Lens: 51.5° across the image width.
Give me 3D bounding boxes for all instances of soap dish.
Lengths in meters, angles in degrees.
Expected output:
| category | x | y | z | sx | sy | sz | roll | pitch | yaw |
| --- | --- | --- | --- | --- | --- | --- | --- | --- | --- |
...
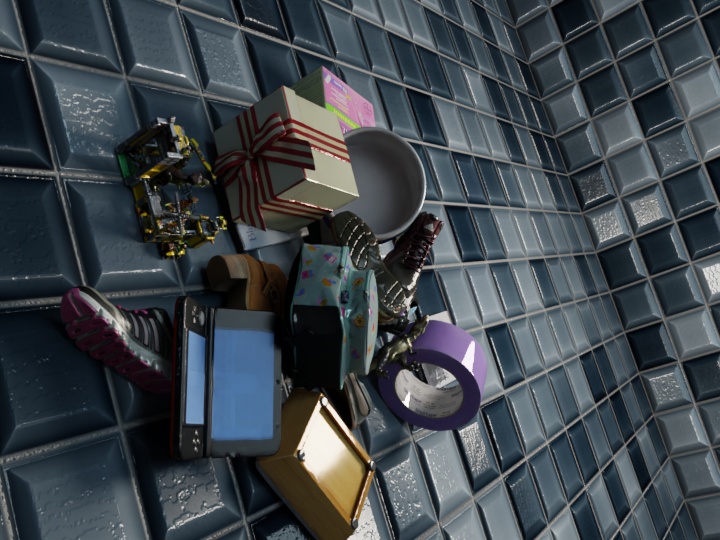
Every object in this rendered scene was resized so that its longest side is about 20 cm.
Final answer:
| category | x | y | z | sx | sy | sz | roll | pitch | yaw |
| --- | --- | --- | --- | --- | --- | --- | --- | --- | --- |
| soap dish | -0.061 | 0.300 | 1.147 | 0.202 | 0.080 | 0.158 | 56 | 33 | -21 |

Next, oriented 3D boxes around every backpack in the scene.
| category | x | y | z | sx | sy | sz | roll | pitch | yaw |
| --- | --- | --- | --- | --- | --- | --- | --- | --- | --- |
| backpack | -0.047 | 0.060 | 1.156 | 0.203 | 0.149 | 0.179 | -98 | -176 | -47 |

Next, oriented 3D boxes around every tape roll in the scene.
| category | x | y | z | sx | sy | sz | roll | pitch | yaw |
| --- | --- | --- | --- | --- | --- | --- | --- | --- | --- |
| tape roll | 0.136 | 0.199 | 1.405 | 0.202 | 0.197 | 0.086 | 54 | 33 | -20 |

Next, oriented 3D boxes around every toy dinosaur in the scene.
| category | x | y | z | sx | sy | sz | roll | pitch | yaw |
| --- | --- | --- | --- | --- | --- | --- | --- | --- | --- |
| toy dinosaur | 0.051 | 0.153 | 1.299 | 0.088 | 0.197 | 0.048 | 46 | -17 | 58 |

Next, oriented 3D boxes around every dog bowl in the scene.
| category | x | y | z | sx | sy | sz | roll | pitch | yaw |
| --- | --- | --- | --- | --- | --- | --- | --- | --- | --- |
| dog bowl | 0.016 | -0.150 | 1.351 | 0.079 | 0.196 | 0.205 | 132 | -61 | -78 |

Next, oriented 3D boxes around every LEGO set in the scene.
| category | x | y | z | sx | sy | sz | roll | pitch | yaw |
| --- | --- | --- | --- | --- | --- | --- | --- | --- | --- |
| LEGO set | -0.256 | -0.131 | 1.081 | 0.152 | 0.114 | 0.205 | 8 | 64 | -55 |

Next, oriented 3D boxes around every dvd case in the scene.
| category | x | y | z | sx | sy | sz | roll | pitch | yaw |
| --- | --- | --- | --- | --- | --- | --- | --- | --- | --- |
| dvd case | -0.172 | -0.114 | 1.299 | 0.199 | 0.017 | 0.146 | -20 | 89 | -59 |
| dvd case | 0.166 | 0.175 | 1.634 | 0.199 | 0.024 | 0.154 | -9 | 78 | -59 |

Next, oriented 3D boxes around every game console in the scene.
| category | x | y | z | sx | sy | sz | roll | pitch | yaw |
| --- | --- | --- | --- | --- | --- | --- | --- | --- | --- |
| game console | -0.173 | 0.145 | 0.990 | 0.173 | 0.115 | 0.206 | 79 | 10 | -78 |

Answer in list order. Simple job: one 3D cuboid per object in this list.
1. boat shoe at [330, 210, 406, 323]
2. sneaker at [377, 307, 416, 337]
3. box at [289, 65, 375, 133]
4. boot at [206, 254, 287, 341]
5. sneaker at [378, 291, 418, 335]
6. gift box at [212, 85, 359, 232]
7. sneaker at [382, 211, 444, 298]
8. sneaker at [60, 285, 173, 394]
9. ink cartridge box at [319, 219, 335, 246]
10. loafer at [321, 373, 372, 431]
| category | x | y | z | sx | sy | sz | roll | pitch | yaw |
| --- | --- | --- | --- | --- | --- | --- | --- | --- | --- |
| boat shoe | 0.000 | 0.000 | 1.259 | 0.075 | 0.074 | 0.203 | -17 | 73 | -36 |
| sneaker | 0.018 | 0.091 | 1.414 | 0.197 | 0.080 | 0.078 | -19 | 86 | -39 |
| box | -0.050 | -0.273 | 1.514 | 0.174 | 0.095 | 0.205 | 26 | 51 | -48 |
| boot | -0.159 | 0.073 | 1.162 | 0.154 | 0.076 | 0.204 | 9 | 57 | -60 |
| sneaker | 0.040 | 0.079 | 1.340 | 0.199 | 0.069 | 0.101 | -36 | 97 | -37 |
| gift box | -0.119 | -0.166 | 1.221 | 0.185 | 0.182 | 0.204 | 11 | 55 | -56 |
| sneaker | 0.097 | -0.044 | 1.327 | 0.075 | 0.116 | 0.201 | 30 | 32 | -8 |
| sneaker | -0.292 | 0.074 | 0.943 | 0.200 | 0.072 | 0.089 | 49 | 36 | -37 |
| ink cartridge box | -0.034 | -0.069 | 1.459 | 0.093 | 0.044 | 0.205 | 24 | 52 | -47 |
| loafer | -0.046 | 0.180 | 1.261 | 0.202 | 0.071 | 0.063 | 58 | 39 | -16 |
